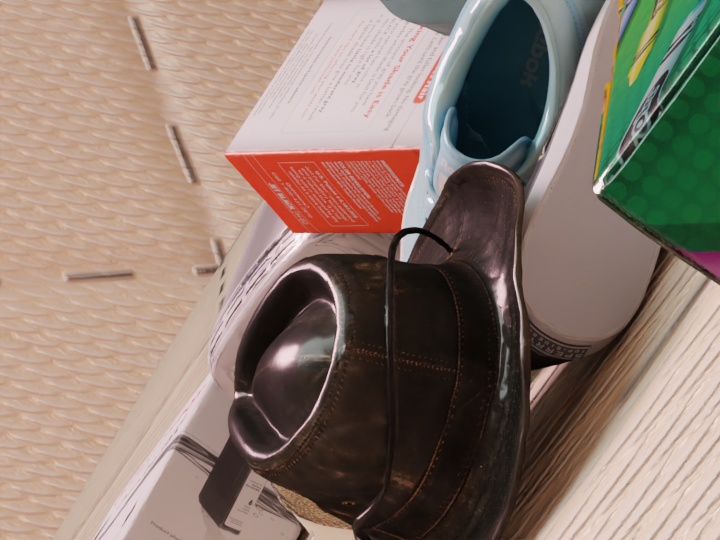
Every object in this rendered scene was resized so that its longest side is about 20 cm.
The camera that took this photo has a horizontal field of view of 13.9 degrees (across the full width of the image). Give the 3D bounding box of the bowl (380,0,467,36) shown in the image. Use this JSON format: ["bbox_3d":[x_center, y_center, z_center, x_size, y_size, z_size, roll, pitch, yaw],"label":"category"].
[{"bbox_3d":[0.066,-0.168,1.242,0.200,0.105,0.201,-18,20,7],"label":"bowl"}]

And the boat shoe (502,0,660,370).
[{"bbox_3d":[0.100,-0.050,1.111,0.200,0.069,0.057,-61,6,-24],"label":"boat shoe"}]

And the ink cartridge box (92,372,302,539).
[{"bbox_3d":[-0.099,0.160,1.537,0.144,0.084,0.200,-53,5,38],"label":"ink cartridge box"}]

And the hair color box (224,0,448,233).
[{"bbox_3d":[0.043,-0.071,1.302,0.200,0.061,0.102,1,51,48],"label":"hair color box"}]

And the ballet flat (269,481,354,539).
[{"bbox_3d":[0.004,0.078,1.291,0.200,0.068,0.076,-55,-21,-63],"label":"ballet flat"}]

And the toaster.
[{"bbox_3d":[0.000,0.000,1.461,0.200,0.113,0.129,-48,11,41],"label":"toaster"}]

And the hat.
[{"bbox_3d":[-0.003,0.047,1.076,0.201,0.081,0.201,-172,90,-75],"label":"hat"}]

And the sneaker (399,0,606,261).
[{"bbox_3d":[0.045,-0.036,1.162,0.082,0.074,0.201,-27,-48,-60],"label":"sneaker"}]

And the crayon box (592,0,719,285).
[{"bbox_3d":[0.113,-0.032,0.580,0.058,0.119,0.200,-54,5,19],"label":"crayon box"}]
